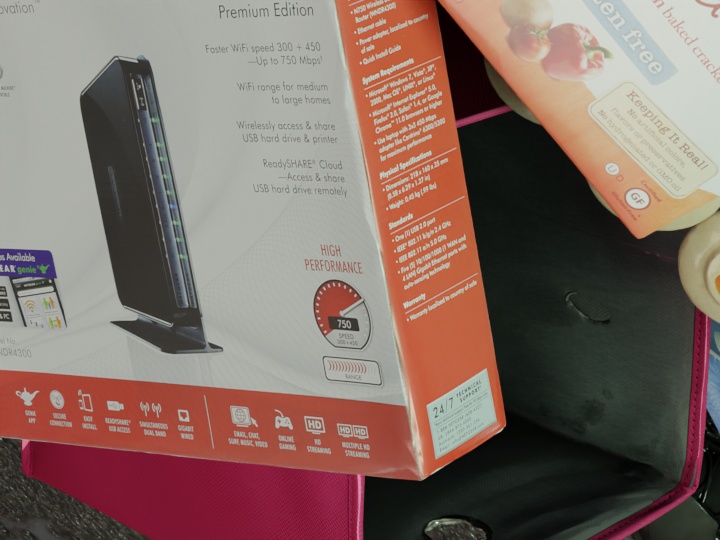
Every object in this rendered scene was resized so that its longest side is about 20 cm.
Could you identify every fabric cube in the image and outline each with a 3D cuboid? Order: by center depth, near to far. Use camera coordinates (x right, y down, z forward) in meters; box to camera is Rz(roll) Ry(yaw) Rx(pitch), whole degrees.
[{"bbox_3d":[0.000,0.000,0.996,0.199,0.196,0.201,21,120,41],"label":"fabric cube"}]

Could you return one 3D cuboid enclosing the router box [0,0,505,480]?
[{"bbox_3d":[-0.057,-0.029,0.849,0.200,0.049,0.180,2,109,40],"label":"router box"}]

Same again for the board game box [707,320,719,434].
[{"bbox_3d":[0.211,0.039,1.027,0.200,0.043,0.199,14,146,46],"label":"board game box"}]

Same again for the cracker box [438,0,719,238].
[{"bbox_3d":[0.120,-0.111,0.728,0.200,0.058,0.134,-31,109,34],"label":"cracker box"}]

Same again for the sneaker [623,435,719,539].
[{"bbox_3d":[0.153,0.102,1.213,0.091,0.076,0.200,10,150,34],"label":"sneaker"}]

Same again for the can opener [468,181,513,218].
[{"bbox_3d":[0.032,-0.050,1.156,0.200,0.053,0.067,-3,100,59],"label":"can opener"}]

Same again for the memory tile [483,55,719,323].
[{"bbox_3d":[0.149,-0.068,0.796,0.200,0.017,0.153,-31,109,34],"label":"memory tile"}]
